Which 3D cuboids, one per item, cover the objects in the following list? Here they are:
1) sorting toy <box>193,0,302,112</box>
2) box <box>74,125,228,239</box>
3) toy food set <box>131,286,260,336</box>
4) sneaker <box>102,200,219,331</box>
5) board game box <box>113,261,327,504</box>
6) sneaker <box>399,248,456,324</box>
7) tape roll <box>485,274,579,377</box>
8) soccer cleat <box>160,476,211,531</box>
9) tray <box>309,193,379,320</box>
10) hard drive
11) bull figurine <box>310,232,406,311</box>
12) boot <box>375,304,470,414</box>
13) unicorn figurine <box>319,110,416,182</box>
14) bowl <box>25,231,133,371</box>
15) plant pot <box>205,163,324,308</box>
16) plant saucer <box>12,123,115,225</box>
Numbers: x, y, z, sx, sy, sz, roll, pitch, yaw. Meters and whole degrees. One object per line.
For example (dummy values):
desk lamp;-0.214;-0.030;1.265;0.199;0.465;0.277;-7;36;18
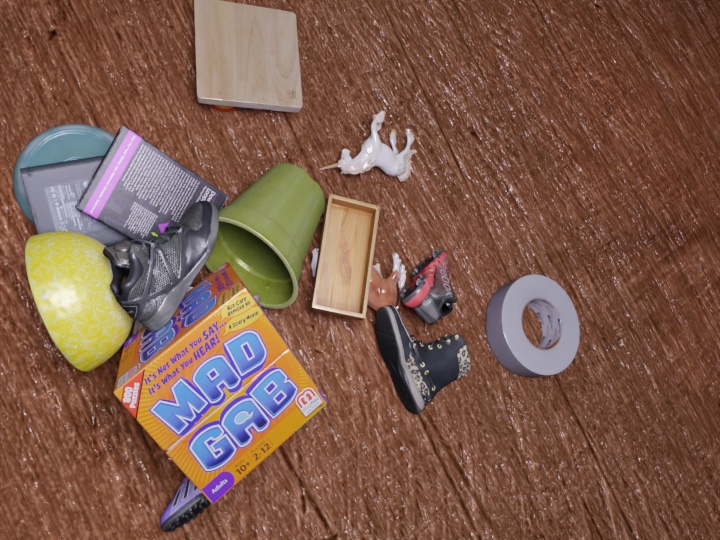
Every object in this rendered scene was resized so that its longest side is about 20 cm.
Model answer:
sorting toy;-0.218;-0.396;1.042;0.192;0.069;0.208;-1;77;-21
box;-0.332;-0.112;0.884;0.198;0.036;0.146;34;80;-31
toy food set;-0.266;0.096;0.886;0.193;0.060;0.149;9;95;-23
sneaker;-0.275;-0.033;0.755;0.115;0.074;0.204;48;59;-42
board game box;-0.199;0.144;0.779;0.198;0.199;0.203;-38;110;-10
sneaker;0.141;0.033;1.040;0.098;0.070;0.201;48;32;-6
tape roll;0.359;0.116;1.136;0.193;0.066;0.208;6;74;-19
soccer cleat;-0.238;0.313;0.855;0.073;0.069;0.199;41;65;15
tray;-0.027;-0.023;0.967;0.095;0.037;0.208;11;76;-13
hard drive;-0.414;-0.108;0.870;0.195;0.033;0.145;-17;107;-30
bull figurine;0.000;0.000;1.021;0.197;0.065;0.124;35;78;-12
boot;0.119;0.141;1.024;0.150;0.073;0.210;-24;99;-27
unicorn figurine;0.034;-0.239;1.094;0.194;0.073;0.142;19;80;-22
bowl;-0.377;0.028;0.783;0.105;0.200;0.206;-20;83;-11
plant pot;-0.151;-0.077;0.933;0.198;0.200;0.193;35;55;-8
plant saucer;-0.466;-0.153;0.903;0.193;0.027;0.208;6;74;-21
